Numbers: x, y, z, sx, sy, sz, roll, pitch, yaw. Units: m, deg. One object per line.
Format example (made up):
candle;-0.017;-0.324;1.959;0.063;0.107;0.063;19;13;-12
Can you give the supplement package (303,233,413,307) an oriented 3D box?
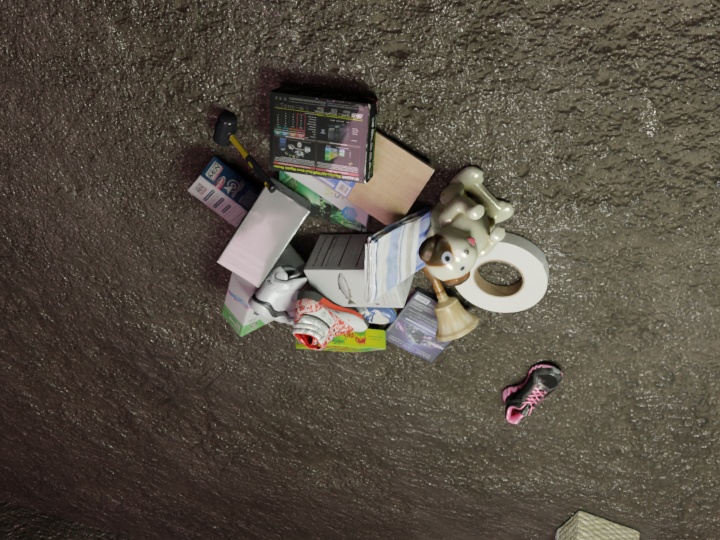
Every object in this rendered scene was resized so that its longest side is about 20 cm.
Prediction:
supplement package;0.000;0.000;1.557;0.199;0.118;0.117;0;135;23

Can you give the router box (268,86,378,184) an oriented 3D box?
router box;-0.070;-0.253;1.348;0.199;0.062;0.151;11;115;13

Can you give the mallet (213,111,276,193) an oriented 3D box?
mallet;-0.222;-0.233;1.411;0.200;0.041;0.066;45;136;27

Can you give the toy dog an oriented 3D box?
toy dog;0.177;-0.071;1.357;0.193;0.200;0.140;-19;123;35

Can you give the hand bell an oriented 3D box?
hand bell;0.169;0.042;1.558;0.104;0.104;0.201;-17;108;34

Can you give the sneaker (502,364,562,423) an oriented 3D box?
sneaker;0.404;0.297;1.703;0.079;0.096;0.200;30;135;-5

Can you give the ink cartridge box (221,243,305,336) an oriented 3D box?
ink cartridge box;-0.225;0.040;1.656;0.088;0.145;0.200;47;140;22

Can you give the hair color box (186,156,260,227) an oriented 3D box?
hair color box;-0.262;-0.146;1.547;0.200;0.061;0.100;38;151;-17

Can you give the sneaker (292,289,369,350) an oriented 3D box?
sneaker;-0.066;0.127;1.554;0.067;0.108;0.201;-12;149;42

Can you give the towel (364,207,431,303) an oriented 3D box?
towel;0.076;-0.032;1.425;0.024;0.200;0.147;24;127;33

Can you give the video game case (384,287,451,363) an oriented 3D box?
video game case;0.152;0.133;1.698;0.142;0.019;0.200;28;137;-5

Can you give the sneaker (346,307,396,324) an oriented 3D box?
sneaker;-0.018;0.104;1.689;0.199;0.088;0.075;11;134;10

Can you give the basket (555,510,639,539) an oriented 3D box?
basket;0.661;0.813;2.031;0.199;0.199;0.161;19;133;4

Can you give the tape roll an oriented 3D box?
tape roll;0.291;0.006;1.505;0.202;0.037;0.203;12;136;12

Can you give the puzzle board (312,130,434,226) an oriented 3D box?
puzzle board;0.022;-0.191;1.398;0.200;0.017;0.151;33;119;-2

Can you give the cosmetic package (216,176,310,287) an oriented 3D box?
cosmetic package;-0.195;-0.079;1.473;0.107;0.090;0.200;34;102;-12

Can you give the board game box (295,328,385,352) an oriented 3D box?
board game box;-0.044;0.161;1.694;0.101;0.048;0.200;-11;165;43

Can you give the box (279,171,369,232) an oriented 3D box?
box;-0.071;-0.165;1.484;0.199;0.036;0.145;17;136;7

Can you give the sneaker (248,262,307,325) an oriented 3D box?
sneaker;-0.145;0.055;1.577;0.200;0.075;0.115;19;108;-52
